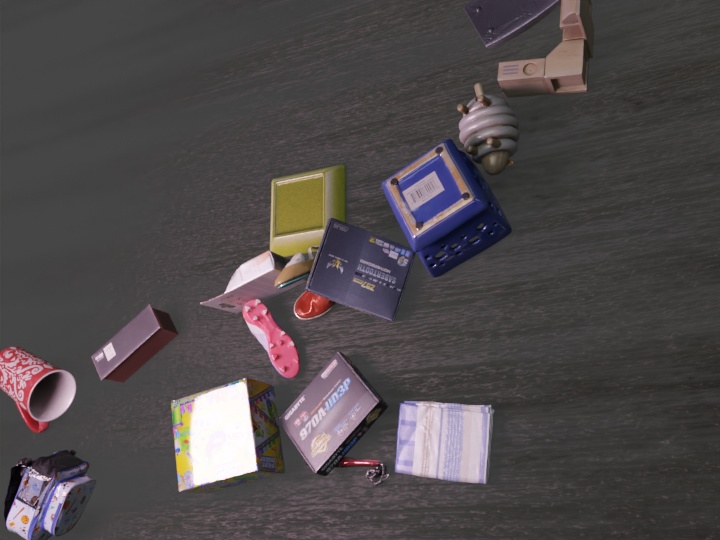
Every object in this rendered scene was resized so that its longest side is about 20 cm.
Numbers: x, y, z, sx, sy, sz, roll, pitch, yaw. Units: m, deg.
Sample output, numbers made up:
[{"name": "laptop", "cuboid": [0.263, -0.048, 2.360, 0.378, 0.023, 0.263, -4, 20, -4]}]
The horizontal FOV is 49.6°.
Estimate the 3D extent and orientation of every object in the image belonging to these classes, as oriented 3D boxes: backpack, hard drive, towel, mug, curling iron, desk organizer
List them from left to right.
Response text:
[{"name": "mug", "cuboid": [-0.837, 0.296, 1.955, 0.198, 0.133, 0.180, 21, 83, 32]}, {"name": "backpack", "cuboid": [-0.720, 0.531, 1.807, 0.153, 0.200, 0.193, 31, 92, 16]}, {"name": "desk organizer", "cuboid": [-0.541, 0.180, 1.875, 0.199, 0.077, 0.072, -40, 62, 10]}, {"name": "curling iron", "cuboid": [-0.032, 0.403, 1.596, 0.197, 0.026, 0.051, 3, 73, 26]}, {"name": "towel", "cuboid": [0.163, 0.333, 1.527, 0.197, 0.024, 0.150, -1, 77, 27]}, {"name": "hard drive", "cuboid": [0.338, -0.581, 1.703, 0.198, 0.042, 0.136, -31, 64, 14]}]

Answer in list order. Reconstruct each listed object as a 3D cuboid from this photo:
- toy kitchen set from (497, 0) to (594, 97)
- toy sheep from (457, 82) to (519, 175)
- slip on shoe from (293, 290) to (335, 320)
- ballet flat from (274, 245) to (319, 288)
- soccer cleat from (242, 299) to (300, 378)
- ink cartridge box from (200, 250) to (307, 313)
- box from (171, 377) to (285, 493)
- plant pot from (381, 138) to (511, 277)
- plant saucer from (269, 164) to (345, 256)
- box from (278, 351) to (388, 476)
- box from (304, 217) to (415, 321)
[{"name": "toy kitchen set", "cuboid": [0.373, -0.488, 1.590, 0.177, 0.163, 0.204, 1, 75, 25]}, {"name": "toy sheep", "cuboid": [0.262, -0.293, 1.603, 0.136, 0.137, 0.204, -10, 79, 22]}, {"name": "slip on shoe", "cuboid": [-0.068, 0.041, 1.702, 0.198, 0.061, 0.075, -31, 66, 16]}, {"name": "ballet flat", "cuboid": [-0.112, -0.015, 1.675, 0.068, 0.198, 0.064, -27, 84, 49]}, {"name": "soccer cleat", "cuboid": [-0.197, 0.154, 1.736, 0.066, 0.077, 0.201, -32, 77, -19]}, {"name": "ink cartridge box", "cuboid": [-0.237, 0.029, 1.728, 0.197, 0.162, 0.051, -22, 72, 18]}, {"name": "box", "cuboid": [-0.286, 0.358, 1.676, 0.197, 0.122, 0.196, -18, 68, 19]}, {"name": "plant pot", "cuboid": [0.163, -0.132, 1.576, 0.198, 0.179, 0.202, -31, 65, 13]}, {"name": "plant saucer", "cuboid": [-0.131, -0.142, 1.793, 0.197, 0.048, 0.204, -8, 72, 23]}, {"name": "box", "cuboid": [-0.059, 0.296, 1.617, 0.200, 0.046, 0.159, -48, 52, 5]}, {"name": "box", "cuboid": [0.000, 0.000, 1.627, 0.197, 0.051, 0.160, 21, 83, -9]}]
